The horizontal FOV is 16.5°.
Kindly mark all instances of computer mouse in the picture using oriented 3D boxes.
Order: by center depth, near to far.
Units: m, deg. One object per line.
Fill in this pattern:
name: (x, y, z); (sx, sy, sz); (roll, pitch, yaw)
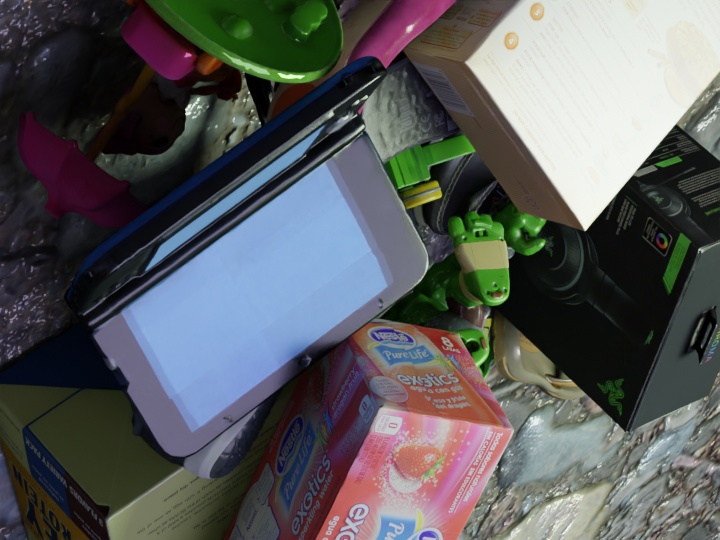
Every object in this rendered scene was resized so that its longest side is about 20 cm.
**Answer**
computer mouse: (0.002, -0.128, 1.543); (0.200, 0.046, 0.141); (-34, 128, -29)

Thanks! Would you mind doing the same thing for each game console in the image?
game console: (-0.049, -0.003, 1.359); (0.200, 0.119, 0.171); (-37, 179, -14)

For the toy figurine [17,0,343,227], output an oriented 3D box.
toy figurine: (-0.111, -0.108, 1.375); (0.184, 0.150, 0.200); (-48, 177, 31)

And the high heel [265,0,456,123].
high heel: (0.008, -0.115, 1.474); (0.096, 0.067, 0.201); (24, 77, -35)

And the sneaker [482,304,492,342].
sneaker: (0.020, 0.063, 1.761); (0.200, 0.075, 0.077); (-23, 143, -51)

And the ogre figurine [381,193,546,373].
ogre figurine: (0.049, 0.041, 1.668); (0.098, 0.201, 0.120); (20, 155, -17)

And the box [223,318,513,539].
box: (-0.002, 0.137, 1.498); (0.094, 0.103, 0.201); (11, 119, -27)

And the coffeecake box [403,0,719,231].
coffeecake box: (0.146, -0.153, 1.564); (0.200, 0.073, 0.154); (-48, 123, -15)

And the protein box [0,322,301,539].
protein box: (-0.111, 0.119, 1.597); (0.198, 0.135, 0.200); (-34, 147, -21)

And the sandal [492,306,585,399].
sandal: (0.157, 0.055, 1.883); (0.054, 0.081, 0.200); (-8, 171, 25)

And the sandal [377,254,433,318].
sandal: (-0.001, 0.000, 1.603); (0.076, 0.043, 0.200); (-45, -171, -1)

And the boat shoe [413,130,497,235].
boat shoe: (0.104, -0.101, 1.672); (0.072, 0.068, 0.200); (6, 123, -55)

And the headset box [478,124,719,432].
headset box: (0.185, -0.012, 1.744); (0.093, 0.200, 0.175); (-20, 142, -37)

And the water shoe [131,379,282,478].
water shoe: (-0.067, 0.026, 1.479); (0.200, 0.079, 0.072); (-59, 173, -25)

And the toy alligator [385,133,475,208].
toy alligator: (-0.012, -0.056, 1.598); (0.199, 0.060, 0.054); (-20, -178, -37)

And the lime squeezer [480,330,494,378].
lime squeezer: (0.087, 0.072, 1.897); (0.199, 0.038, 0.071); (-21, 173, -37)
